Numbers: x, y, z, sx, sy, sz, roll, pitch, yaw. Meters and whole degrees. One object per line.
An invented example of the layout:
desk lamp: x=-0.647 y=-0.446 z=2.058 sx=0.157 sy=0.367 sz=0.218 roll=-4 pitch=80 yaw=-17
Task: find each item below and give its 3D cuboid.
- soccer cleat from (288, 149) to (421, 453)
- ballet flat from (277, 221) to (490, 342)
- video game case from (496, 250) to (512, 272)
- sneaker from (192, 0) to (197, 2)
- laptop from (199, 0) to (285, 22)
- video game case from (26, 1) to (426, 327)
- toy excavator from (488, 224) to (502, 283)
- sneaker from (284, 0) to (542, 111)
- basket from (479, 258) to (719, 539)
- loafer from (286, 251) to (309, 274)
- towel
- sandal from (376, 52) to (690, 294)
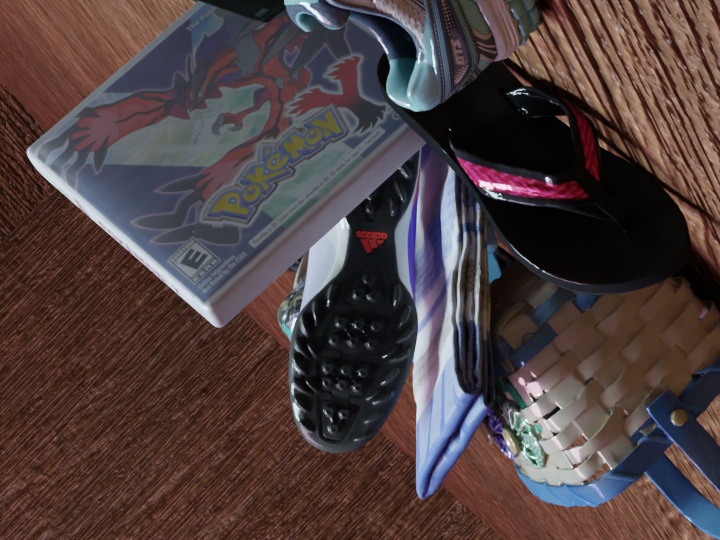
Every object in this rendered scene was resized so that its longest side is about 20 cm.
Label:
soccer cleat: x=0.000 y=0.000 z=1.303 sx=0.068 sy=0.201 sz=0.073 roll=5 pitch=176 yaw=0
ballet flat: x=0.011 y=-0.013 z=1.407 sx=0.072 sy=0.200 sz=0.072 roll=17 pitch=127 yaw=24
video game case: x=0.095 y=0.009 z=1.705 sx=0.200 sy=0.019 sz=0.143 roll=38 pitch=171 yaw=37
sneaker: x=-0.119 y=-0.215 z=1.384 sx=0.200 sy=0.070 sz=0.090 roll=46 pitch=170 yaw=-30
laptop: x=-0.093 y=-0.230 z=1.196 sx=0.199 sy=0.117 sz=0.187 roll=17 pitch=164 yaw=-19
video game case: x=-0.057 y=-0.083 z=1.273 sx=0.182 sy=0.200 sz=0.023 roll=38 pitch=165 yaw=40
toy excavator: x=0.069 y=0.027 z=1.556 sx=0.100 sy=0.193 sz=0.201 roll=92 pitch=159 yaw=-81
sneaker: x=-0.007 y=-0.152 z=1.042 sx=0.200 sy=0.086 sz=0.078 roll=46 pitch=172 yaw=-19
basket: x=0.148 y=0.077 z=1.283 sx=0.200 sy=0.139 sz=0.176 roll=43 pitch=173 yaw=-7
loafer: x=-0.048 y=-0.041 z=1.453 sx=0.063 sy=0.072 sz=0.200 roll=-19 pitch=137 yaw=35
towel: x=0.044 y=0.005 z=1.285 sx=0.024 sy=0.201 sz=0.147 roll=4 pitch=155 yaw=-10
sandal: x=0.079 y=-0.061 z=1.173 sx=0.200 sy=0.075 sz=0.045 roll=44 pitch=163 yaw=26
